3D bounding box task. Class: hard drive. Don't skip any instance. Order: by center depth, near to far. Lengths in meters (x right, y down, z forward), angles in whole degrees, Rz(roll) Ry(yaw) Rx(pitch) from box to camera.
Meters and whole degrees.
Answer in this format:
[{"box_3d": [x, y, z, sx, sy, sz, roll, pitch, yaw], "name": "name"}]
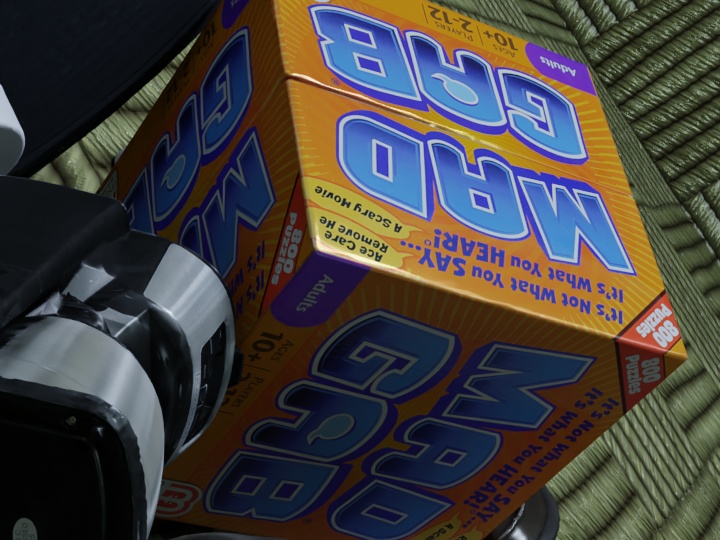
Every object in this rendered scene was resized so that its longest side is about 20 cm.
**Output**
[{"box_3d": [-0.147, -0.140, 0.734, 0.135, 0.200, 0.042, 48, 0, -19], "name": "hard drive"}]

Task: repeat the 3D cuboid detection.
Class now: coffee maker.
[{"box_3d": [-0.147, 0.036, 0.531, 0.192, 0.135, 0.200, 36, 14, -7], "name": "coffee maker"}]

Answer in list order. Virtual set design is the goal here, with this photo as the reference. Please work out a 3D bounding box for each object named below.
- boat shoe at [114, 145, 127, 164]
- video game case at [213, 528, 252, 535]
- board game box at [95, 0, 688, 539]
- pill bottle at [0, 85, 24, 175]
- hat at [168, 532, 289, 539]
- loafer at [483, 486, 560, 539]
[{"box_3d": [-0.082, -0.075, 0.983, 0.071, 0.070, 0.200, 59, 20, 10], "name": "boat shoe"}, {"box_3d": [-0.016, 0.165, 0.829, 0.182, 0.024, 0.200, 43, 22, -35], "name": "video game case"}, {"box_3d": [0.000, 0.000, 0.753, 0.200, 0.200, 0.200, 16, 43, -28], "name": "board game box"}, {"box_3d": [-0.225, -0.120, 0.636, 0.200, 0.120, 0.120, 61, 20, 11], "name": "pill bottle"}, {"box_3d": [-0.054, 0.166, 0.483, 0.081, 0.200, 0.201, 73, -3, -56], "name": "hat"}, {"box_3d": [0.084, 0.148, 1.044, 0.071, 0.073, 0.200, 40, 18, -15], "name": "loafer"}]
